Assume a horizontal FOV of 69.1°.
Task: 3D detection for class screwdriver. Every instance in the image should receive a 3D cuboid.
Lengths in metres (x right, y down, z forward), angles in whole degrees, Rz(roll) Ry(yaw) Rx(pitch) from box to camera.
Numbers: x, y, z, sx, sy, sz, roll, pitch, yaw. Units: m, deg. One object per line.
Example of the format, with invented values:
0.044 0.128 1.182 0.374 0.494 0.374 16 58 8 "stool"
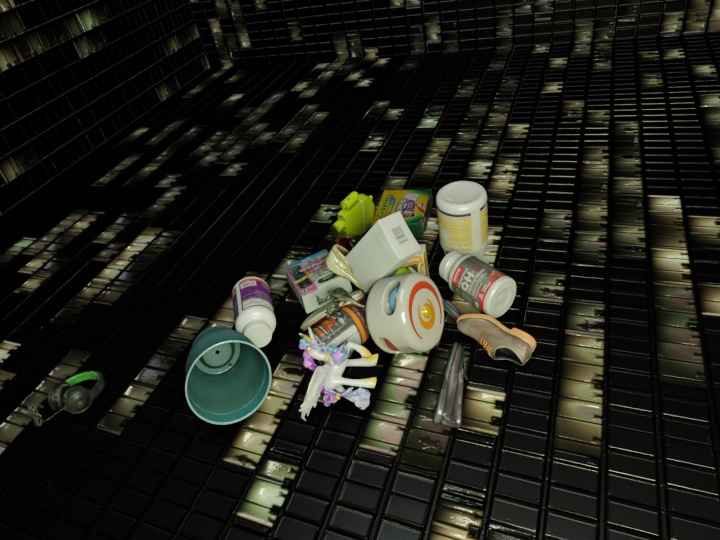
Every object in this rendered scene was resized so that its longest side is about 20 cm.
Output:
0.191 0.059 1.380 0.199 0.028 0.029 43 34 21 "screwdriver"

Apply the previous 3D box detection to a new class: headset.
-0.761 0.319 1.354 0.120 0.097 0.201 3 30 20 "headset"

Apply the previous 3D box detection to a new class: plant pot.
-0.333 0.232 1.266 0.196 0.205 0.187 -26 24 -17 "plant pot"

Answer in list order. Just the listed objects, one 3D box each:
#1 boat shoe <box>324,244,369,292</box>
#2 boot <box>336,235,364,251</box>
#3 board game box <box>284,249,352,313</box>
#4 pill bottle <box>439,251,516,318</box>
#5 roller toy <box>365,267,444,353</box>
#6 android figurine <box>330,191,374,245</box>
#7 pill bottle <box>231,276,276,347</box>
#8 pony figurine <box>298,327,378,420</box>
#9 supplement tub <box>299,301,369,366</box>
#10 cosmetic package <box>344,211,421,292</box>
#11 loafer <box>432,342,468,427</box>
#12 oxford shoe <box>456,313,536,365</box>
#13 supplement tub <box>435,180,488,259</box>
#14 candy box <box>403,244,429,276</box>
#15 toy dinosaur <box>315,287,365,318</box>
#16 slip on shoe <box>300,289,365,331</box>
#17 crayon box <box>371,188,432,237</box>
0.000 0.000 1.416 0.196 0.063 0.074 25 32 -11 "boat shoe"
0.032 -0.061 1.549 0.147 0.075 0.199 -5 27 -32 "boot"
-0.126 0.026 1.517 0.144 0.066 0.200 -24 29 -13 "board game box"
0.300 0.028 1.369 0.109 0.113 0.199 -30 41 -21 "pill bottle"
0.113 0.105 1.255 0.137 0.206 0.181 -10 11 42 "roller toy"
-0.020 -0.159 1.640 0.040 0.185 0.200 24 53 28 "android figurine"
-0.294 0.116 1.443 0.109 0.115 0.202 -18 39 -6 "pill bottle"
-0.065 0.242 1.184 0.194 0.167 0.198 16 65 -5 "pony figurine"
-0.050 0.161 1.319 0.198 0.109 0.106 -34 42 -24 "supplement tub"
0.052 -0.042 1.313 0.080 0.200 0.115 -24 79 -34 "cosmetic package"
0.211 0.257 1.166 0.061 0.073 0.203 18 51 7 "loafer"
0.309 0.162 1.238 0.196 0.072 0.073 17 52 33 "oxford shoe"
0.293 -0.134 1.496 0.141 0.204 0.147 -8 38 6 "supplement tub"
0.091 -0.008 1.473 0.193 0.118 0.056 -2 39 15 "candy box"
-0.060 0.076 1.318 0.086 0.049 0.199 -22 15 -14 "toy dinosaur"
-0.072 0.121 1.411 0.195 0.063 0.074 -25 10 4 "slip on shoe"
0.140 -0.191 1.728 0.167 0.059 0.203 1 41 18 "crayon box"
